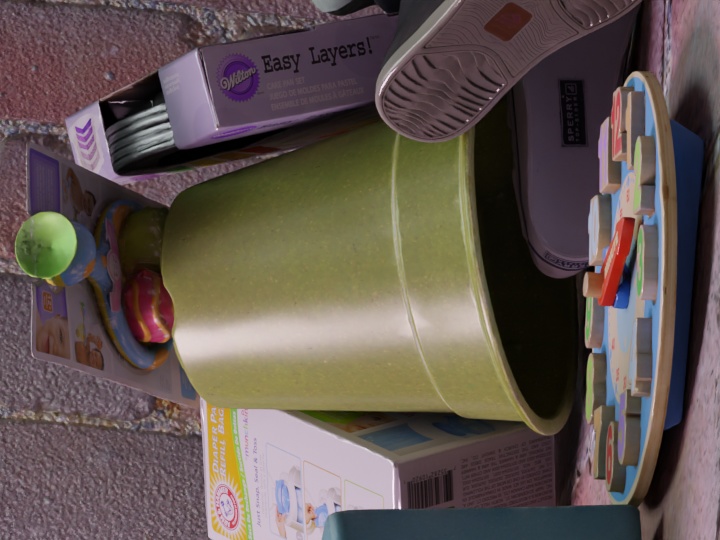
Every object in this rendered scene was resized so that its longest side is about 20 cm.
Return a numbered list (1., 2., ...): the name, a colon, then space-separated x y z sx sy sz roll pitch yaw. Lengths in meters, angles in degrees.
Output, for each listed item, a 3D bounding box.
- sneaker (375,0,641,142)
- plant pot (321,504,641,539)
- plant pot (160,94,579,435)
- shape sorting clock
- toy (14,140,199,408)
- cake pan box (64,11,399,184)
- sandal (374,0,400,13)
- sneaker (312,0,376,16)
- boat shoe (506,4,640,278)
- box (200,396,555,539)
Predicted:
1. sneaker: 0.080 -0.160 1.471 0.200 0.075 0.107 -37 33 31
2. plant pot: 0.055 0.226 1.315 0.142 0.141 0.201 101 166 -58
3. plant pot: 0.000 0.000 1.596 0.200 0.189 0.201 -8 -90 -73
4. shape sorting clock: 0.122 0.009 1.359 0.200 0.039 0.201 -174 90 -87
5. toy: -0.119 0.003 1.615 0.200 0.047 0.116 22 -118 -63
6. cake pan box: -0.046 -0.097 1.653 0.184 0.199 0.053 -22 82 58
7. sandal: 0.056 -0.196 1.698 0.200 0.043 0.076 -29 -84 -56
8. sneaker: 0.049 -0.184 1.784 0.200 0.077 0.082 -36 -74 -43
9. boat shoe: 0.104 -0.095 1.559 0.065 0.073 0.201 123 154 -74
10. box: 0.007 0.118 1.668 0.200 0.112 0.102 19 116 52
